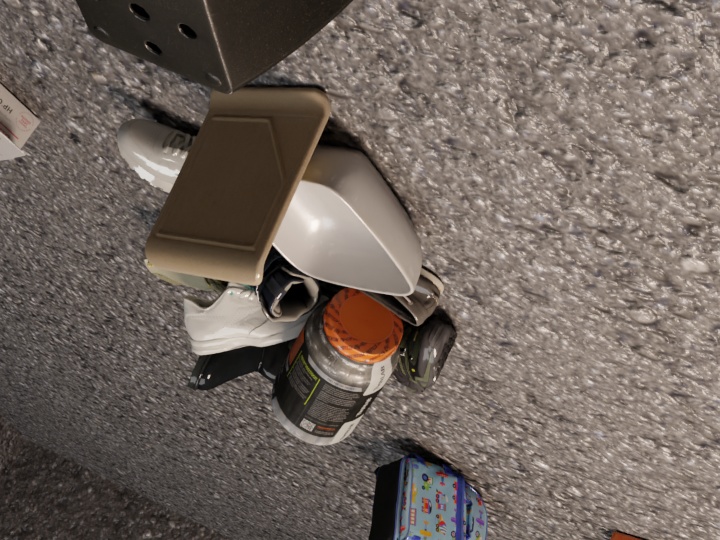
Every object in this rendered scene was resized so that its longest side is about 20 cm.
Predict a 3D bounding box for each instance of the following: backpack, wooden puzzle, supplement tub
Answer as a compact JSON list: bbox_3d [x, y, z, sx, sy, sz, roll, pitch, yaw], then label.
[{"bbox_3d":[0.121,0.401,2.041,0.198,0.185,0.134,25,145,-23],"label":"backpack"},{"bbox_3d":[-0.122,-0.087,1.299,0.184,0.202,0.037,8,164,45],"label":"wooden puzzle"},{"bbox_3d":[-0.027,0.116,1.578,0.122,0.123,0.201,31,138,0],"label":"supplement tub"}]

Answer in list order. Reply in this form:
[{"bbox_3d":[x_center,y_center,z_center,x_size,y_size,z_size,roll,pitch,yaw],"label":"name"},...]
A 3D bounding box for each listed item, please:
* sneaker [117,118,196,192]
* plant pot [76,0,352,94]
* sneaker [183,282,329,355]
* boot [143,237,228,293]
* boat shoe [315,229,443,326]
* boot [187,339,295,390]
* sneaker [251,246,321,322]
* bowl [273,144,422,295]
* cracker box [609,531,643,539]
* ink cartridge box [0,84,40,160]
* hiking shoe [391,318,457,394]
[{"bbox_3d":[-0.186,-0.124,1.486,0.198,0.077,0.081,30,146,-5],"label":"sneaker"},{"bbox_3d":[-0.116,-0.254,0.955,0.198,0.179,0.200,23,157,17],"label":"plant pot"},{"bbox_3d":[-0.135,0.047,1.643,0.197,0.075,0.090,-12,105,13],"label":"sneaker"},{"bbox_3d":[-0.227,-0.026,1.721,0.153,0.073,0.200,15,157,27],"label":"boot"},{"bbox_3d":[0.000,0.000,1.499,0.198,0.057,0.067,25,158,16],"label":"boat shoe"},{"bbox_3d":[-0.127,0.133,1.796,0.167,0.200,0.077,31,126,6],"label":"boot"},{"bbox_3d":[-0.131,-0.018,1.532,0.201,0.077,0.146,32,-166,-22],"label":"sneaker"},{"bbox_3d":[-0.033,-0.065,1.383,0.198,0.075,0.200,9,149,42],"label":"bowl"},{"bbox_3d":[0.453,0.469,1.893,0.133,0.058,0.200,9,149,45],"label":"cracker box"},{"bbox_3d":[-0.507,-0.207,1.718,0.115,0.068,0.199,45,155,-30],"label":"ink cartridge box"},{"bbox_3d":[0.055,0.099,1.611,0.100,0.076,0.200,28,159,0],"label":"hiking shoe"}]
